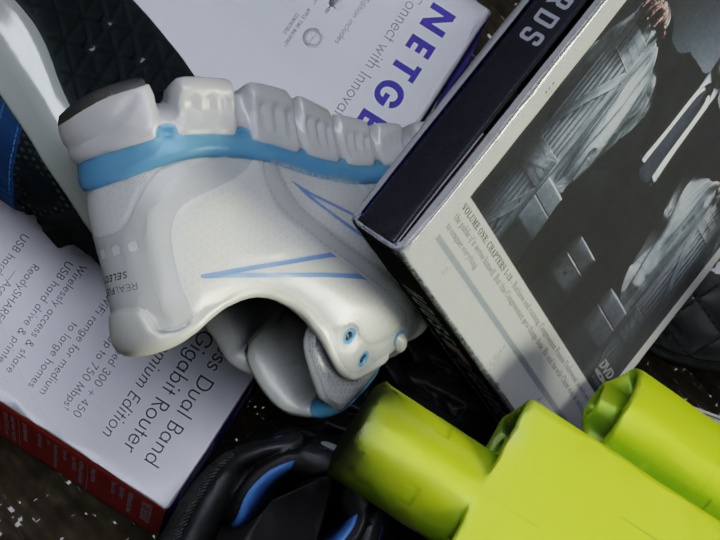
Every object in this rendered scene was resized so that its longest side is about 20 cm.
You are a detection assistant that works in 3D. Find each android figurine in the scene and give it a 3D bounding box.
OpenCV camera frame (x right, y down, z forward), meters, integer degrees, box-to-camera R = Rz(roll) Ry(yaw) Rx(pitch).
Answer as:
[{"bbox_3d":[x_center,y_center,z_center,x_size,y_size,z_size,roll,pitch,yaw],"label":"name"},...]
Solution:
[{"bbox_3d":[0.065,0.121,0.652,0.199,0.041,0.183,32,72,-5],"label":"android figurine"}]

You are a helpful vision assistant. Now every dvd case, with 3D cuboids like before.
[{"bbox_3d":[0.089,-0.053,0.692,0.025,0.150,0.200,34,80,32],"label":"dvd case"}]

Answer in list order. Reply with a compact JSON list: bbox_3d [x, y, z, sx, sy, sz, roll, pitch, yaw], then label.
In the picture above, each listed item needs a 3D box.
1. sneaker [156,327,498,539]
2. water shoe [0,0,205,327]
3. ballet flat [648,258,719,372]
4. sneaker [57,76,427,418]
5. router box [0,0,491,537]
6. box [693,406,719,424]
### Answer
[{"bbox_3d":[0.007,0.056,0.729,0.073,0.112,0.200,41,73,4],"label":"sneaker"},{"bbox_3d":[-0.112,-0.060,0.724,0.200,0.079,0.072,53,35,-11],"label":"water shoe"},{"bbox_3d":[0.147,-0.055,0.803,0.057,0.066,0.201,24,79,20],"label":"ballet flat"},{"bbox_3d":[0.000,0.000,0.700,0.199,0.075,0.087,3,78,-38],"label":"sneaker"},{"bbox_3d":[-0.084,-0.048,0.779,0.179,0.049,0.201,32,72,2],"label":"router box"},{"bbox_3d":[0.080,0.148,0.723,0.077,0.095,0.201,19,71,-2],"label":"box"}]
